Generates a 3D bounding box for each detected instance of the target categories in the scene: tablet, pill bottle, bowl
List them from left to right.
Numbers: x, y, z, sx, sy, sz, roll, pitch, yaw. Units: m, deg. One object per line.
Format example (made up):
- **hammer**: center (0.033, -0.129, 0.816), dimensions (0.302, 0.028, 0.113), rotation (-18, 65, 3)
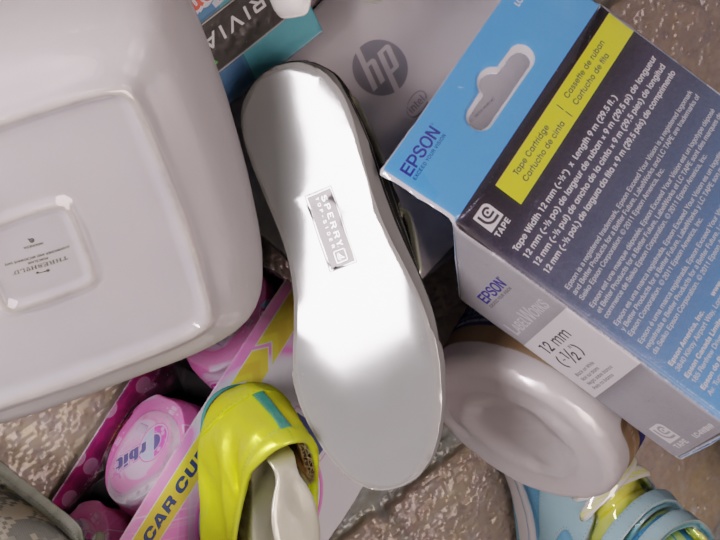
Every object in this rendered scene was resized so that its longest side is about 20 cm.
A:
- **bowl**: center (-0.144, -0.022, 0.980), dimensions (0.199, 0.075, 0.201), rotation (-18, 122, -4)
- **tablet**: center (0.023, -0.083, 1.121), dimensions (0.130, 0.014, 0.200), rotation (44, 76, -2)
- **pill bottle**: center (0.127, 0.007, 1.172), dimensions (0.201, 0.110, 0.111), rotation (-56, 130, -26)

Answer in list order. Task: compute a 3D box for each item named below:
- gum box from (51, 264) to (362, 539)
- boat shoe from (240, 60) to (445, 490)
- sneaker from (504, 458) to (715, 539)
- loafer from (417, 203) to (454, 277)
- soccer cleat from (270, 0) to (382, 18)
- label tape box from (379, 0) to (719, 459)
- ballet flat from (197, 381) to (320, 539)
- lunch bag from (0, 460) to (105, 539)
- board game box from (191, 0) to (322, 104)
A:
- **gum box**: center (-0.071, 0.105, 1.126), dimensions (0.113, 0.066, 0.201), rotation (37, 83, -39)
- **boat shoe**: center (0.000, 0.000, 1.060), dimensions (0.064, 0.070, 0.202), rotation (-10, 87, -74)
- **sneaker**: center (0.134, 0.110, 1.238), dimensions (0.079, 0.130, 0.201), rotation (-32, 121, -22)
- **loafer**: center (0.062, -0.066, 1.174), dimensions (0.200, 0.072, 0.063), rotation (-41, 101, -24)
- **soccer cleat**: center (0.015, -0.168, 1.073), dimensions (0.199, 0.069, 0.078), rotation (-21, 110, -48)
- **label tape box**: center (0.118, -0.029, 1.085), dimensions (0.199, 0.066, 0.144), rotation (35, 65, -1)
- **ballet flat**: center (-0.043, 0.150, 1.076), dimensions (0.066, 0.067, 0.202), rotation (-17, 118, -33)
- **lunch bag**: center (-0.169, 0.186, 0.999), dimensions (0.117, 0.200, 0.165), rotation (-10, 111, -33)
- **board game box**: center (-0.120, -0.148, 1.015), dimensions (0.151, 0.047, 0.201), rotation (-40, 125, -18)
